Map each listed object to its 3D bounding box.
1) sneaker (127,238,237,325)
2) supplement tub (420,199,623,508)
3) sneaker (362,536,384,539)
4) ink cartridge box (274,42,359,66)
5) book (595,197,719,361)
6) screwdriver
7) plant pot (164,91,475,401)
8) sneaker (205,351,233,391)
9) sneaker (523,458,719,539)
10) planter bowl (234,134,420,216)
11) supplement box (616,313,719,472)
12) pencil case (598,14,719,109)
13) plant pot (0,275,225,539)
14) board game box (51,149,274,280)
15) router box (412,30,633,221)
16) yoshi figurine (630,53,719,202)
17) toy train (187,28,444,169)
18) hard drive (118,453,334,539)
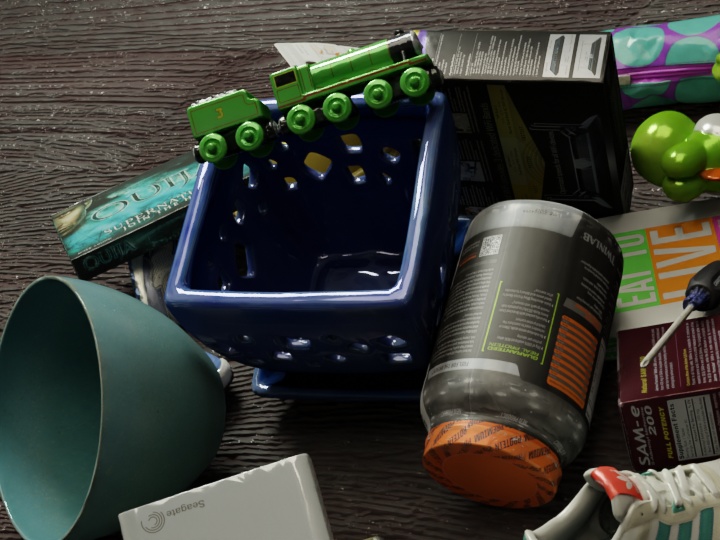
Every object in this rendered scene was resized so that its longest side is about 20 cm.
[{"bbox_3d":[-0.160,-0.014,1.392,0.085,0.077,0.201,-9,36,8],"label":"sneaker"},{"bbox_3d":[0.114,0.060,1.084,0.122,0.123,0.201,1,56,28],"label":"supplement tub"},{"bbox_3d":[-0.074,0.217,1.005,0.199,0.089,0.077,-25,22,-8],"label":"sneaker"},{"bbox_3d":[0.028,-0.164,1.447,0.199,0.048,0.160,1,29,-22],"label":"ink cartridge box"},{"bbox_3d":[0.265,0.004,1.182,0.199,0.048,0.134,-12,40,10],"label":"book"},{"bbox_3d":[0.226,0.028,1.055,0.028,0.029,0.200,-8,9,31],"label":"screwdriver"},{"bbox_3d":[-0.013,-0.007,1.181,0.199,0.180,0.201,-2,55,22],"label":"plant pot"},{"bbox_3d":[-0.197,0.076,1.283,0.199,0.077,0.076,7,41,31],"label":"sneaker"},{"bbox_3d":[0.189,0.157,0.960,0.199,0.094,0.070,-27,35,-9],"label":"sneaker"},{"bbox_3d":[-0.042,-0.122,1.469,0.199,0.084,0.201,-13,35,9],"label":"planter bowl"},{"bbox_3d":[0.280,0.074,1.043,0.199,0.061,0.109,-10,24,14],"label":"supplement box"},{"bbox_3d":[0.300,-0.190,1.389,0.199,0.086,0.092,-5,21,22],"label":"pencil case"},{"bbox_3d":[-0.183,0.109,1.160,0.134,0.201,0.200,5,19,-35],"label":"plant pot"},{"bbox_3d":[-0.180,-0.063,1.381,0.199,0.028,0.135,-26,26,-10],"label":"board game box"},{"bbox_3d":[0.131,-0.108,1.207,0.156,0.200,0.052,4,58,17],"label":"router box"},{"bbox_3d":[0.299,-0.116,1.243,0.199,0.113,0.112,-25,-5,-33],"label":"yoshi figurine"},{"bbox_3d":[-0.036,-0.128,1.127,0.199,0.057,0.042,-18,-10,10],"label":"toy train"},{"bbox_3d":[-0.068,0.231,0.953,0.131,0.027,0.201,-18,68,2],"label":"hard drive"}]
